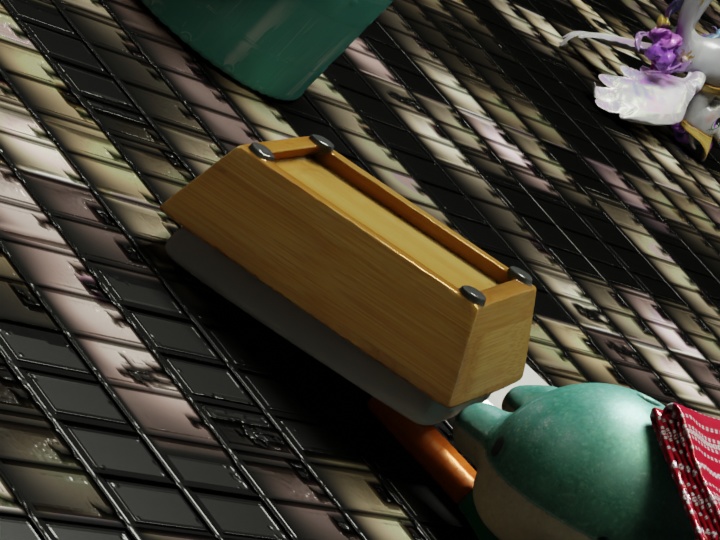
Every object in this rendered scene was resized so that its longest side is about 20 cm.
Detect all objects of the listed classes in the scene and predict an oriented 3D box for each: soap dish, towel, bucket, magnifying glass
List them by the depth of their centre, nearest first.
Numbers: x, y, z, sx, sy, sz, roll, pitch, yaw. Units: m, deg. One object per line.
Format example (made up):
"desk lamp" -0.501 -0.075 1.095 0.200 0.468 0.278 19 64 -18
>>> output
"towel" 0.235 0.158 1.539 0.145 0.022 0.200 17 38 -35
"magnifying glass" 0.076 0.141 1.654 0.200 0.022 0.080 49 18 19
"soap dish" 0.000 0.000 1.683 0.200 0.081 0.157 35 14 13
"bucket" -0.069 -0.226 2.062 0.207 0.135 0.207 38 16 -12

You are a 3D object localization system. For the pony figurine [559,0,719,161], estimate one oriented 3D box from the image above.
"pony figurine" 0.310 -0.206 2.838 0.193 0.200 0.167 18 31 -19

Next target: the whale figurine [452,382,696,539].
"whale figurine" 0.130 0.101 1.643 0.159 0.104 0.200 26 16 -9

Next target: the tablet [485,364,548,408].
"tablet" 0.132 0.112 1.864 0.200 0.014 0.130 43 17 9
